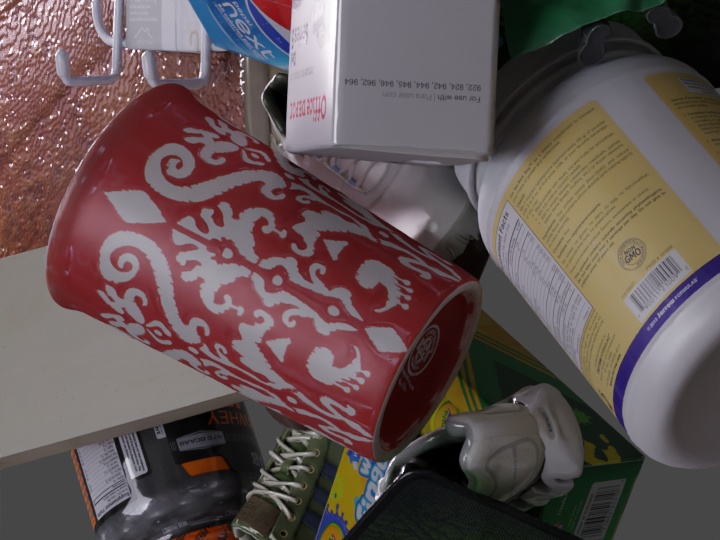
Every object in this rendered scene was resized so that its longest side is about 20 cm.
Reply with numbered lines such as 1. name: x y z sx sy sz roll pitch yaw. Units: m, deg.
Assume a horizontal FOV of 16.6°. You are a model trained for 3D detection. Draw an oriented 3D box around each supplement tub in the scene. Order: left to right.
1. supplement tub: -0.132 0.112 1.645 0.122 0.122 0.201 -42 61 46
2. supplement tub: 0.148 -0.016 1.242 0.200 0.145 0.146 54 132 35

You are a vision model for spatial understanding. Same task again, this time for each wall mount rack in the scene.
1. wall mount rack: -0.155 -0.212 1.687 0.199 0.074 0.175 7 98 52

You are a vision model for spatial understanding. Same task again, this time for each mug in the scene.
1. mug: -0.037 0.001 1.312 0.199 0.177 0.134 29 112 19

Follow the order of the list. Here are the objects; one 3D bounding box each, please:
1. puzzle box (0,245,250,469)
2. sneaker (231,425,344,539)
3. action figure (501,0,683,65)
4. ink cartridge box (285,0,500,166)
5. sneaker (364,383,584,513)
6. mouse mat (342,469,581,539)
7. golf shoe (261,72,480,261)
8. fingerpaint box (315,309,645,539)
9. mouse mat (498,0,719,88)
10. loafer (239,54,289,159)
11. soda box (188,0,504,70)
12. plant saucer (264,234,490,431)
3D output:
1. puzzle box: -0.156 0.040 1.594 0.025 0.199 0.134 84 171 -69
2. sneaker: -0.037 0.147 1.547 0.067 0.089 0.202 13 103 52
3. action figure: 0.104 -0.199 1.255 0.055 0.117 0.201 77 176 -60
4. ink cartridge box: 0.017 -0.156 1.241 0.145 0.083 0.202 -174 87 -80
5. sneaker: 0.034 0.128 1.341 0.200 0.081 0.075 -49 58 40
6. mouse mat: 0.070 0.188 1.323 0.161 0.199 0.008 -51 23 36
7. golf shoe: -0.002 -0.054 1.377 0.078 0.097 0.200 -51 30 0
8. fingerpaint box: 0.058 0.148 1.434 0.167 0.073 0.201 44 125 42
9. mouse mat: 0.124 -0.171 1.322 0.199 0.008 0.162 -1 109 45
10. loafer: -0.040 -0.069 1.550 0.076 0.068 0.201 -93 0 -65
11. soda box: -0.015 -0.152 1.416 0.199 0.068 0.064 22 152 46
12. plant saucer: 0.000 0.000 1.447 0.200 0.032 0.201 -35 33 28
